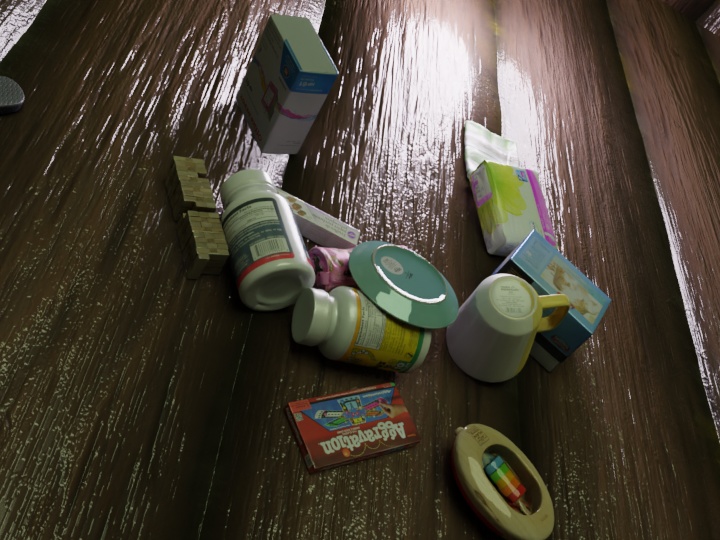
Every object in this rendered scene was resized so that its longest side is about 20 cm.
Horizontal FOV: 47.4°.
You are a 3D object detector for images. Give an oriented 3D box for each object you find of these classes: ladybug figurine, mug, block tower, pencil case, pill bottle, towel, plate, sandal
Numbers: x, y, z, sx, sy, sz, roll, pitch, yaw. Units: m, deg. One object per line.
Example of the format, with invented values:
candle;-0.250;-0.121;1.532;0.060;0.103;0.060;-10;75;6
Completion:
ladybug figurine;0.203;0.322;1.226;0.135;0.072;0.201;-21;68;-44
mug;0.243;0.074;1.375;0.149;0.154;0.186;40;59;17
block tower;-0.255;-0.083;1.273;0.057;0.054;0.202;3;53;-32
pencil case;0.000;0.000;1.360;0.198;0.086;0.084;-1;72;-35
pill bottle;0.000;0.088;1.258;0.197;0.113;0.114;14;46;-26
towel;0.299;-0.249;1.836;0.148;0.031;0.202;23;43;-18
plate;0.074;0.013;1.294;0.198;0.026;0.201;22;33;-15
pill bottle;-0.152;-0.051;1.269;0.118;0.120;0.202;2;52;-34
sandal;-0.588;-0.245;1.197;0.199;0.043;0.077;-13;69;-53

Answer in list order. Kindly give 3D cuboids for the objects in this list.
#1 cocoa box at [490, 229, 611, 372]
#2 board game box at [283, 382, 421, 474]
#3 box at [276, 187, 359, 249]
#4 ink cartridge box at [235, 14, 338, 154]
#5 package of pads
cocoa box;0.335;0.054;1.514;0.200;0.132;0.133;43;41;5
board game box;-0.009;0.226;1.201;0.198;0.019;0.104;-5;58;-38
box;-0.097;-0.088;1.401;0.198;0.042;0.039;26;43;-12
ink cartridge box;-0.136;-0.328;1.468;0.084;0.201;0.146;-7;57;-34
package of pads;0.311;-0.123;1.683;0.153;0.068;0.203;6;60;-31
